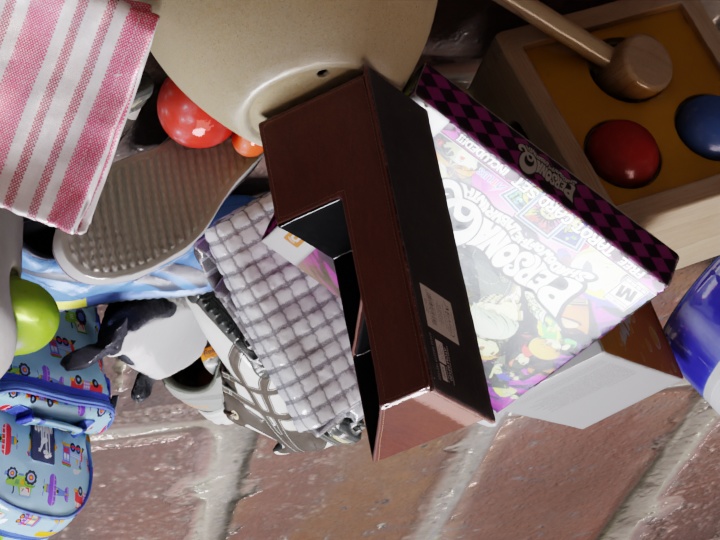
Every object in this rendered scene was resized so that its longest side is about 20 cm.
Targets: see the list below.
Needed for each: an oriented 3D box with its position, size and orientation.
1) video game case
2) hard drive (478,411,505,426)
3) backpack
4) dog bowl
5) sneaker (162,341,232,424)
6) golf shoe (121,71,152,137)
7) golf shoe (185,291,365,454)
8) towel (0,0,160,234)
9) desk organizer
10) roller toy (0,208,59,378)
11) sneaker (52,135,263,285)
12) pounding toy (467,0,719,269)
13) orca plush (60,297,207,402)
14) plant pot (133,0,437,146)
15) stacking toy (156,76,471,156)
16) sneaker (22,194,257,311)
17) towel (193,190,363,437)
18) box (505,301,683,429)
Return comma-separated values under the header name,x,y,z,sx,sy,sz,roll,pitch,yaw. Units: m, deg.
name,x,y,z,sx,sy,sz,roll,pitch,yaw
video game case,0.065,-0.014,1.326,0.200,0.036,0.181,37,136,-12
hard drive,0.005,0.044,1.584,0.200,0.027,0.132,37,171,-24
backpack,-0.268,0.113,1.566,0.134,0.200,0.182,-26,150,27
dog bowl,0.336,0.022,1.708,0.200,0.079,0.200,-37,160,-16
sneaker,-0.076,0.064,1.703,0.200,0.074,0.079,-30,144,30
golf shoe,-0.230,-0.093,1.307,0.200,0.078,0.095,-2,145,-18
golf shoe,-0.084,0.079,1.629,0.094,0.078,0.200,-26,123,26
towel,-0.229,-0.113,1.208,0.200,0.030,0.147,18,110,-11
desk organizer,0.007,-0.002,1.181,0.077,0.200,0.072,-23,152,23
roller toy,-0.314,-0.004,1.394,0.182,0.140,0.200,-20,144,24
sneaker,-0.140,-0.036,1.397,0.200,0.073,0.114,-40,-178,-41
pounding toy,0.157,-0.108,1.389,0.184,0.200,0.142,-17,157,-24
orca plush,-0.179,0.044,1.604,0.200,0.071,0.105,-28,142,-66
plant pot,-0.038,-0.150,1.245,0.200,0.135,0.200,-11,152,-6
stacking toy,-0.031,-0.095,1.362,0.200,0.086,0.085,10,147,-15
sneaker,-0.153,-0.023,1.510,0.200,0.066,0.078,-11,149,-5
towel,0.000,0.000,1.455,0.200,0.166,0.086,-32,-171,-18
box,0.152,0.038,1.612,0.097,0.125,0.200,-27,162,18
